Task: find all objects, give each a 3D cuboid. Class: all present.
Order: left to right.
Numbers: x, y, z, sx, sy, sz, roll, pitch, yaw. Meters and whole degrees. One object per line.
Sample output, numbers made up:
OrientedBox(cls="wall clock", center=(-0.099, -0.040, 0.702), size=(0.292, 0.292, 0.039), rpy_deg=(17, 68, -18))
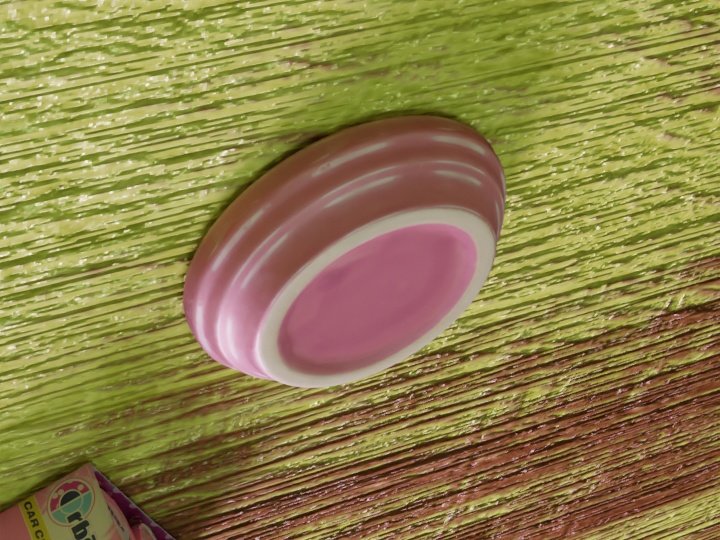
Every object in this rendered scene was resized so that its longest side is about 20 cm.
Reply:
OrientedBox(cls="gum box", center=(-0.172, 0.209, 1.160), size=(0.113, 0.066, 0.200), rpy_deg=(-30, 149, 0))
OrientedBox(cls="plant saucer", center=(0.000, 0.000, 1.032), size=(0.200, 0.051, 0.201), rpy_deg=(-22, 148, -14))
